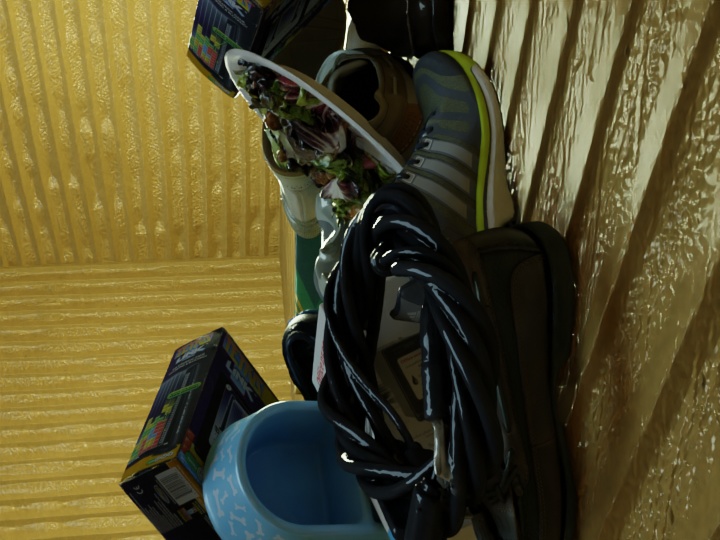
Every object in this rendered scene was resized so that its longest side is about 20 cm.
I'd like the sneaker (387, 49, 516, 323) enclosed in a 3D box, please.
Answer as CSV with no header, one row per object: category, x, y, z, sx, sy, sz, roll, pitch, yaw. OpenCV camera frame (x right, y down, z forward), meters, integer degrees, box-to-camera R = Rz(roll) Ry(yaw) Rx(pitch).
sneaker,0.047,-0.054,0.650,0.074,0.080,0.202,99,167,-57

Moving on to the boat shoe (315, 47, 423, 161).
boat shoe,0.004,-0.137,0.822,0.075,0.068,0.200,-61,32,9

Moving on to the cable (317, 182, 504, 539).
cable,0.014,0.039,0.539,0.201,0.050,0.165,-115,24,-52

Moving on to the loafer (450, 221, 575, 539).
loafer,0.068,0.077,0.547,0.072,0.062,0.203,-164,72,-63

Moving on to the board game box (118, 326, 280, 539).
board game box,-0.088,0.171,0.826,0.201,0.056,0.166,57,-161,-22

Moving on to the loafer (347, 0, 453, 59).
loafer,0.026,-0.192,0.812,0.200,0.070,0.074,-124,33,-77

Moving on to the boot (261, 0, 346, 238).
boot,-0.047,-0.148,1.002,0.155,0.071,0.203,79,-164,-67

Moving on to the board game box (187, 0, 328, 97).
board game box,-0.043,-0.245,0.816,0.200,0.057,0.165,-50,1,-19

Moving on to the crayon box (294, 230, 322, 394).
crayon box,-0.021,0.059,1.109,0.125,0.051,0.203,12,-104,-66

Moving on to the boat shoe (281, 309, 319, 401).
boat shoe,-0.006,0.129,0.839,0.201,0.084,0.069,50,-167,-2

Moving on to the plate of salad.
plate of salad,-0.027,-0.082,0.771,0.048,0.199,0.200,-50,2,-8

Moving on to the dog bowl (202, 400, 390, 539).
dog bowl,-0.008,0.144,0.742,0.050,0.197,0.113,128,140,-52

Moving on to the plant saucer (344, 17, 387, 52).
plant saucer,0.004,-0.161,0.994,0.200,0.035,0.204,3,-90,-87

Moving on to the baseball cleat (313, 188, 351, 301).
baseball cleat,0.000,0.000,0.893,0.201,0.069,0.108,-92,-8,-57

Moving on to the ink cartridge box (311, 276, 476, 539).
ink cartridge box,0.023,0.085,0.681,0.201,0.066,0.116,61,162,24
